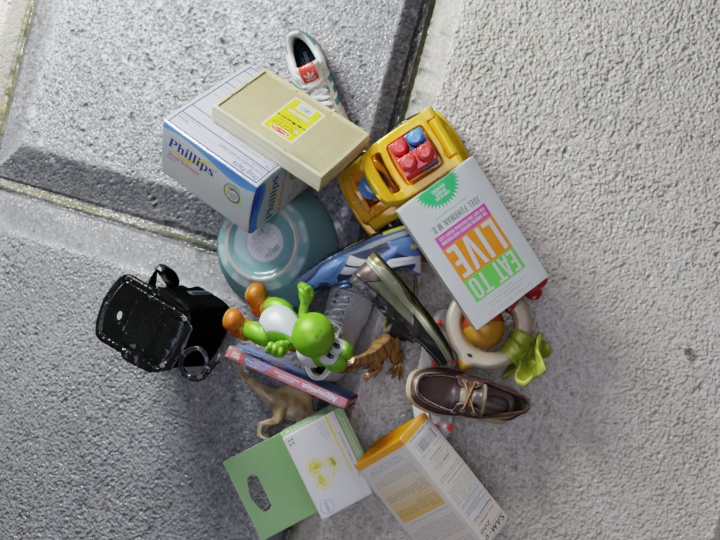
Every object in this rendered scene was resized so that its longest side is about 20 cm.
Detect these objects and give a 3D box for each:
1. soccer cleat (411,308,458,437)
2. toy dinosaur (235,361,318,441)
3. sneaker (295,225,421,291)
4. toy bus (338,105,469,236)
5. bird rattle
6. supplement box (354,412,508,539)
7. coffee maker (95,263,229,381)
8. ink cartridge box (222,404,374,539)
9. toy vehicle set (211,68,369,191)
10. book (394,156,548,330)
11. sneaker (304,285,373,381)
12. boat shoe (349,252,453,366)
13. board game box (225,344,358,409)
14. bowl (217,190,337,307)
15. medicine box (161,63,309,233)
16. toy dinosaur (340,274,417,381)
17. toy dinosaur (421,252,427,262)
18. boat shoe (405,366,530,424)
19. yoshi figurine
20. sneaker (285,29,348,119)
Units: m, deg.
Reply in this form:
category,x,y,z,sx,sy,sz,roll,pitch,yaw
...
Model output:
category,x,y,z,sx,sy,sz,roll,pitch,yaw
soccer cleat,0.109,0.159,1.450,0.068,0.077,0.203,13,74,-26
toy dinosaur,-0.123,0.218,1.491,0.198,0.058,0.102,26,82,-5
sneaker,0.000,0.000,1.407,0.197,0.074,0.083,-22,97,5
toy bus,0.059,-0.146,1.402,0.198,0.192,0.137,-31,85,8
bird rattle,0.205,0.071,1.403,0.160,0.113,0.203,-10,89,-2
supplement box,0.103,0.324,1.401,0.201,0.073,0.126,52,134,0
coffee maker,-0.277,0.096,1.442,0.134,0.200,0.193,-40,81,8
ink cartridge box,-0.089,0.310,1.447,0.198,0.048,0.147,-27,99,-9
toy vehicle set,-0.100,-0.206,1.367,0.199,0.027,0.124,34,51,15
book,0.158,-0.039,1.346,0.133,0.048,0.201,-35,96,0
sneaker,-0.032,0.072,1.447,0.073,0.115,0.203,13,89,13
boat shoe,0.058,0.065,1.371,0.066,0.072,0.202,-36,110,6
board game box,-0.103,0.162,1.462,0.198,0.103,0.020,23,89,9
bowl,-0.142,-0.040,1.474,0.197,0.105,0.204,0,88,10
medicine box,-0.165,-0.185,1.420,0.181,0.104,0.200,35,51,16
toy dinosaur,0.045,0.111,1.446,0.060,0.107,0.200,28,50,25
toy dinosaur,0.129,-0.028,1.465,0.197,0.061,0.108,16,112,3
boat shoe,0.160,0.181,1.387,0.198,0.072,0.073,19,71,-25
yoshi figurine,-0.100,0.078,1.353,0.198,0.111,0.114,21,104,30
sneaker,-0.073,-0.278,1.475,0.069,0.093,0.203,-19,85,8
